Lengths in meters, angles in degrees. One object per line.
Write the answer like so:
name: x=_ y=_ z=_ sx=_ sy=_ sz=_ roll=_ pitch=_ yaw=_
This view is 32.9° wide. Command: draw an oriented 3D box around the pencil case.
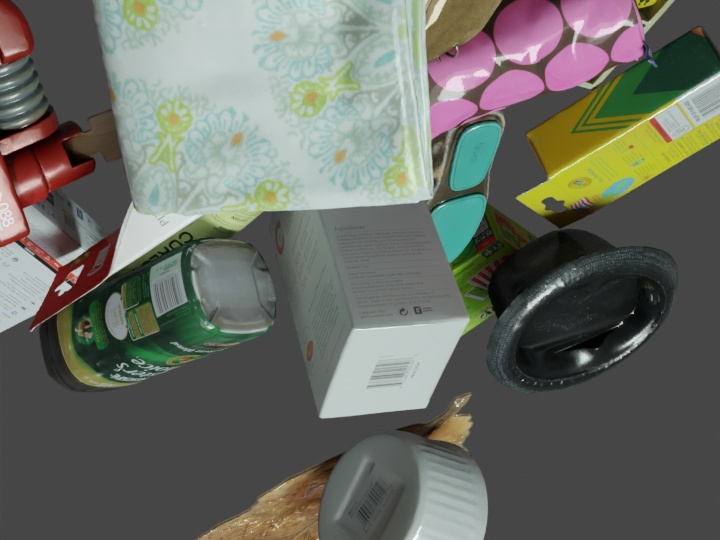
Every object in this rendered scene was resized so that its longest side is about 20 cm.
pencil case: x=0.108 y=-0.156 z=0.890 sx=0.199 sy=0.091 sz=0.094 roll=-19 pitch=152 yaw=6

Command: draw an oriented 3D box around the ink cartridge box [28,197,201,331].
ink cartridge box: x=-0.157 y=-0.051 z=0.877 sx=0.199 sy=0.161 sz=0.050 roll=-31 pitch=106 yaw=3

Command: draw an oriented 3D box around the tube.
tube: x=-0.139 y=-0.033 z=1.026 sx=0.200 sy=0.052 sz=0.058 roll=-35 pitch=104 yaw=35

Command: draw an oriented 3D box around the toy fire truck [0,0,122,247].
toy fire truck: x=-0.219 y=-0.113 z=0.798 sx=0.199 sy=0.128 sz=0.177 roll=-27 pitch=123 yaw=-23

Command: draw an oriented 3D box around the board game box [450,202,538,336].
board game box: x=0.078 y=0.023 z=1.195 sx=0.200 sy=0.048 sz=0.101 roll=-36 pitch=141 yaw=23

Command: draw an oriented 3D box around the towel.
towel: x=-0.056 y=-0.117 z=0.731 sx=0.198 sy=0.048 sz=0.172 roll=-2 pitch=116 yaw=7

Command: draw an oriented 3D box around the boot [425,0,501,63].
boot: x=0.037 y=-0.145 z=0.785 sx=0.075 sy=0.074 sz=0.201 roll=8 pitch=130 yaw=-30

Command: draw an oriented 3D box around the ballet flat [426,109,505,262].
ballet flat: x=0.076 y=-0.083 z=1.034 sx=0.068 sy=0.068 sz=0.201 roll=-10 pitch=145 yaw=-22

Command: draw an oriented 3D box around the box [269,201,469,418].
box: x=0.000 y=0.000 z=0.996 sx=0.097 sy=0.201 sz=0.125 roll=-4 pitch=143 yaw=-20

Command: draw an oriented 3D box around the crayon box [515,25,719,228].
crayon box: x=0.228 y=-0.116 z=1.050 sx=0.199 sy=0.051 sz=0.127 roll=-32 pitch=156 yaw=18

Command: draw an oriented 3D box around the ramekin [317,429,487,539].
ramekin: x=0.041 y=0.280 z=1.403 sx=0.097 sy=0.201 sz=0.200 roll=27 pitch=126 yaw=-36

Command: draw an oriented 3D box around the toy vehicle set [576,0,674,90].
toy vehicle set: x=0.141 y=-0.210 z=0.926 sx=0.199 sy=0.027 sz=0.124 roll=9 pitch=137 yaw=-33

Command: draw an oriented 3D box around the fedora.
fedora: x=0.190 y=0.024 z=1.128 sx=0.199 sy=0.092 sz=0.201 roll=-17 pitch=138 yaw=-16

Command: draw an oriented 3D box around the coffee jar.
coffee jar: x=-0.173 y=0.042 z=1.019 sx=0.199 sy=0.086 sz=0.104 roll=-21 pitch=167 yaw=35

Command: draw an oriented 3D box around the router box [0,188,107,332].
router box: x=-0.323 y=-0.023 z=0.953 sx=0.179 sy=0.049 sz=0.200 roll=-25 pitch=144 yaw=10
